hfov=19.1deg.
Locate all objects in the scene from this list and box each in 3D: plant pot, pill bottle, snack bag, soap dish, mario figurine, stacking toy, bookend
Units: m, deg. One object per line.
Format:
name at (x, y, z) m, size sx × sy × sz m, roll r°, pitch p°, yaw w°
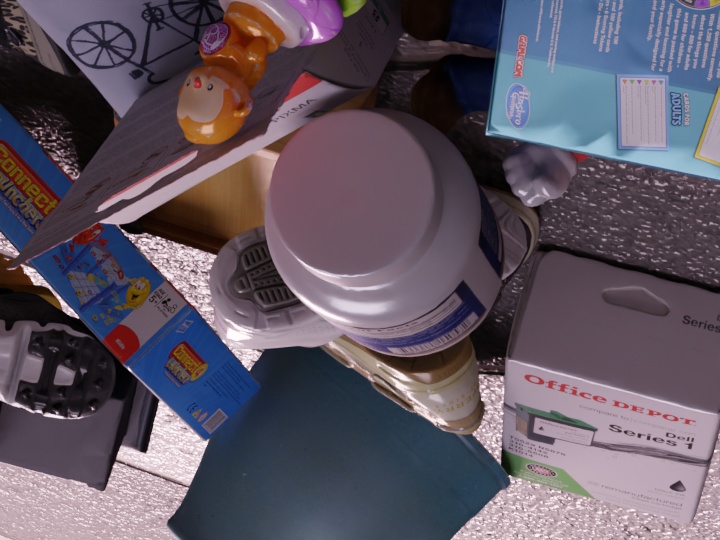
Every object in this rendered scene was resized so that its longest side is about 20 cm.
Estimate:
plant pot at (-0.028, 0.155, 1.511) m, size 0.200 × 0.188 × 0.200 m, roll 40°, pitch 173°, yaw 6°
pill bottle at (0.012, -0.021, 1.112) m, size 0.110 × 0.112 × 0.200 m, roll 13°, pitch 173°, yaw 12°
snack bag at (-0.083, -0.159, 1.113) m, size 0.187 × 0.022 × 0.200 m, roll -20°, pitch 139°, yaw 18°
soap dish at (-0.076, -0.074, 1.293) m, size 0.156 × 0.082 × 0.200 m, roll 17°, pitch 156°, yaw 3°
mario figurine at (0.110, -0.102, 1.081) m, size 0.199 × 0.107 × 0.124 m, roll 6°, pitch 152°, yaw 30°
stacking toy at (-0.029, -0.143, 0.973) m, size 0.116 × 0.201 × 0.110 m, roll 18°, pitch 160°, yaw 39°
bookend at (-0.246, 0.105, 1.456) m, size 0.198 × 0.199 × 0.093 m, roll 14°, pitch 114°, yaw -3°

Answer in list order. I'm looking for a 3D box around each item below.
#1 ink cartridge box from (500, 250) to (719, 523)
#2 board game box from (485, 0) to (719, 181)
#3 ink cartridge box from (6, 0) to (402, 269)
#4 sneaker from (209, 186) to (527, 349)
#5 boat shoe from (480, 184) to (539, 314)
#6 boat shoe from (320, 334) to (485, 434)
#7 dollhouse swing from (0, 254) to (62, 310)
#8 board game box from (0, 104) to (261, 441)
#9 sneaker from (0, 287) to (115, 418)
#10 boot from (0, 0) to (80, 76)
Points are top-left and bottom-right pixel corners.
ink cartridge box at (0.171, 0.081, 1.428) m, size 0.145 × 0.085 × 0.200 m, roll 14°, pitch 155°, yaw 10°
board game box at (0.166, -0.119, 0.982) m, size 0.199 × 0.047 × 0.152 m, roll 13°, pitch 117°, yaw 13°
ink cartridge box at (-0.072, -0.062, 1.064) m, size 0.160 × 0.200 × 0.050 m, roll -27°, pitch 111°, yaw 26°
sneaker at (0.000, 0.000, 1.276) m, size 0.198 × 0.078 × 0.099 m, roll -11°, pitch 163°, yaw -15°
boat shoe at (0.060, 0.008, 1.382) m, size 0.072 × 0.065 × 0.200 m, roll 24°, pitch 154°, yaw -8°
boat shoe at (0.011, 0.037, 1.343) m, size 0.200 × 0.073 × 0.063 m, roll 33°, pitch 152°, yaw 50°
dollhouse swing at (-0.281, -0.049, 1.434) m, size 0.181 × 0.177 × 0.200 m, roll 2°, pitch -156°, yaw -31°
board game box at (-0.167, 0.004, 1.394) m, size 0.196 × 0.056 × 0.200 m, roll 45°, pitch 175°, yaw 19°
sneaker at (-0.246, 0.039, 1.326) m, size 0.199 × 0.067 × 0.091 m, roll 17°, pitch -172°, yaw -4°
boot at (-0.233, -0.191, 1.181) m, size 0.153 × 0.074 × 0.204 m, roll 15°, pitch 153°, yaw 14°
